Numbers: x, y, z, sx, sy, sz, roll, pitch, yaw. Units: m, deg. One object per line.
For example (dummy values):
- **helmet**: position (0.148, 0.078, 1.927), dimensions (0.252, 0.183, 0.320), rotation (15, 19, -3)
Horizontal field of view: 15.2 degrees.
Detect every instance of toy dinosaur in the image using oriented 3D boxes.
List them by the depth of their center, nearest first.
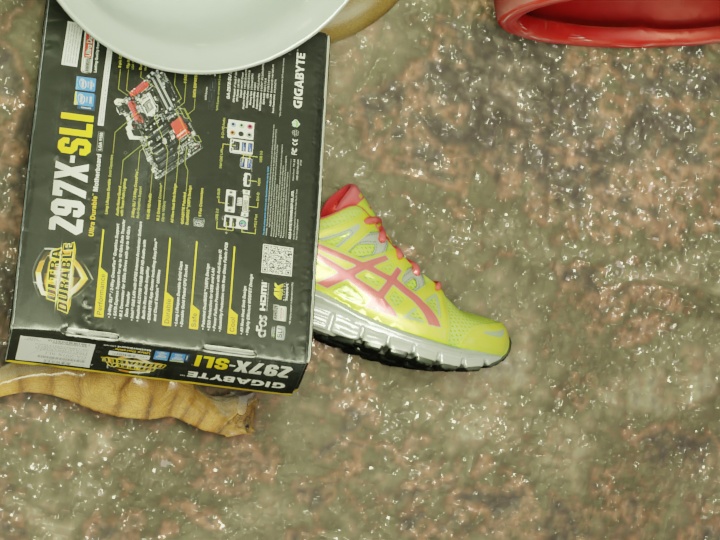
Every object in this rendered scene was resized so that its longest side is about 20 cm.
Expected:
- **toy dinosaur**: position (-0.142, 0.053, 1.474), dimensions (0.199, 0.060, 0.107), rotation (7, 89, -20)

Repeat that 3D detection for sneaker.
- **sneaker**: position (0.000, 0.000, 1.517), dimensions (0.199, 0.078, 0.091), rotation (20, 81, -18)

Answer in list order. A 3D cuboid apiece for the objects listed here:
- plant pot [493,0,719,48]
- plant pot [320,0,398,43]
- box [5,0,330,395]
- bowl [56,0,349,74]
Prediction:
- **plant pot**: position (0.174, -0.228, 1.518), dimensions (0.199, 0.200, 0.184), rotation (2, 86, -20)
- **plant pot**: position (-0.041, -0.226, 1.529), dimensions (0.199, 0.027, 0.202), rotation (0, 89, -20)
- **box**: position (-0.101, -0.042, 1.446), dimensions (0.158, 0.049, 0.201), rotation (6, 66, -8)
- **bowl**: position (-0.088, -0.213, 1.427), dimensions (0.200, 0.090, 0.202), rotation (-7, 114, -15)
